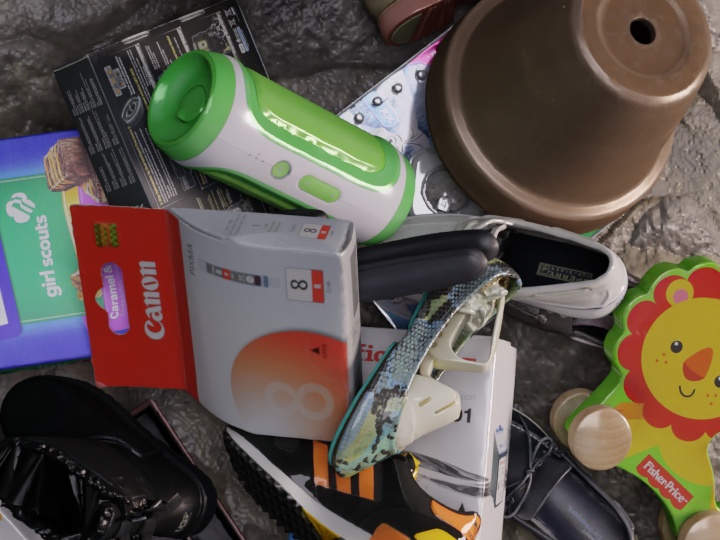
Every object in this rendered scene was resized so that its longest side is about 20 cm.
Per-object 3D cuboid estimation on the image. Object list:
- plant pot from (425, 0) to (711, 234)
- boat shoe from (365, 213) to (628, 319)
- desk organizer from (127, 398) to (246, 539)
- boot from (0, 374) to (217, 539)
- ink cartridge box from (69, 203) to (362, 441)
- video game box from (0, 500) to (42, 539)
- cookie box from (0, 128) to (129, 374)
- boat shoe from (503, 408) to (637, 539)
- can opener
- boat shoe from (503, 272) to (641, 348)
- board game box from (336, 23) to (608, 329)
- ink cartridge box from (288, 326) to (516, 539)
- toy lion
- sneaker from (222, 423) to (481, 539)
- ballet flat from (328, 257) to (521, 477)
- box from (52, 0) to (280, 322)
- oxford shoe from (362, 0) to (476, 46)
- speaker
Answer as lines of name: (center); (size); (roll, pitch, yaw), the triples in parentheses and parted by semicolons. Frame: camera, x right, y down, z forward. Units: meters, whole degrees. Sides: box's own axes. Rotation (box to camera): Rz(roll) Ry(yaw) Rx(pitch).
plant pot: (0.171, -0.144, 1.445); (0.199, 0.175, 0.201); (7, 71, -20)
boat shoe: (0.096, -0.009, 1.441); (0.199, 0.066, 0.072); (14, 72, 17)
desk organizer: (-0.127, 0.194, 1.435); (0.072, 0.077, 0.200); (-34, 89, -10)
boot: (-0.203, 0.131, 1.337); (0.198, 0.162, 0.074); (29, 99, 22)
ink cartridge box: (-0.100, 0.035, 1.340); (0.199, 0.050, 0.163); (2, 125, 8)
video game box: (-0.284, 0.230, 1.380); (0.182, 0.047, 0.200); (-43, 89, 20)
cookie box: (-0.237, -0.012, 1.445); (0.199, 0.075, 0.172); (-9, 84, -9)
boat shoe: (0.131, 0.159, 1.482); (0.200, 0.062, 0.075); (40, 82, 1)
can opener: (0.000, 0.000, 1.356); (0.063, 0.199, 0.079); (-56, 134, -46)
boat shoe: (0.189, 0.026, 1.492); (0.199, 0.057, 0.067); (18, 88, -15)
board game box: (0.068, -0.062, 1.518); (0.200, 0.026, 0.200); (-38, 89, -10)
ink cartridge box: (0.030, 0.144, 1.436); (0.146, 0.086, 0.201); (3, 85, 16)
toy lion: (0.255, 0.098, 1.468); (0.192, 0.069, 0.200); (-45, 105, 2)
sneaker: (-0.005, 0.153, 1.374); (0.200, 0.070, 0.090); (35, 64, 27)
ballet flat: (0.051, 0.065, 1.347); (0.074, 0.074, 0.200); (32, 67, -3)
box: (-0.117, -0.082, 1.428); (0.160, 0.043, 0.201); (-31, 101, -45)
oxford shoe: (0.089, -0.250, 1.523); (0.200, 0.071, 0.074); (-27, 73, -16)
speaker: (-0.054, -0.085, 1.400); (0.200, 0.088, 0.089); (25, 78, -39)
